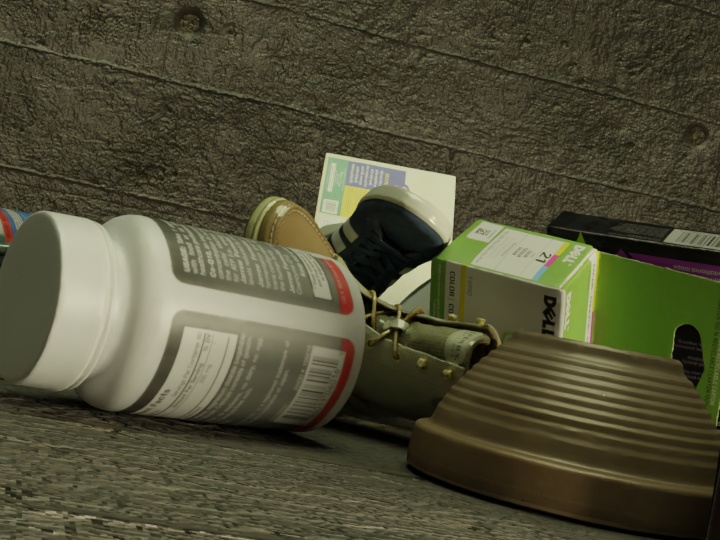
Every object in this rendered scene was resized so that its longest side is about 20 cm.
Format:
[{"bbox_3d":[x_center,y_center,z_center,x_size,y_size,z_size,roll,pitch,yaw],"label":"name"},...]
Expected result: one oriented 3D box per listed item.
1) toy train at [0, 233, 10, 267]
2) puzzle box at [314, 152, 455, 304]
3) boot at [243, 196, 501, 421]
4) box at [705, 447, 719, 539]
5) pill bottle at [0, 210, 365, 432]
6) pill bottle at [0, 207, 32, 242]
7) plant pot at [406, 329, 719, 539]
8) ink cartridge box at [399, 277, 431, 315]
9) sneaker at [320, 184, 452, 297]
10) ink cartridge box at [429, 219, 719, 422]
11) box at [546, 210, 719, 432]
[{"bbox_3d":[-0.300,0.016,0.823,0.113,0.086,0.200,-2,-4,18],"label":"toy train"},{"bbox_3d":[0.019,-0.021,1.153,0.132,0.201,0.026,10,-40,-3],"label":"puzzle box"},{"bbox_3d":[0.014,0.035,0.859,0.154,0.072,0.201,8,-44,38],"label":"boot"},{"bbox_3d":[0.301,0.081,0.624,0.199,0.167,0.164,11,0,31],"label":"box"},{"bbox_3d":[-0.106,0.030,0.736,0.199,0.115,0.114,13,-2,-36],"label":"pill bottle"},{"bbox_3d":[-0.320,0.002,1.279,0.112,0.113,0.199,10,-1,43],"label":"pill bottle"},{"bbox_3d":[0.133,0.089,0.740,0.199,0.093,0.201,12,-2,0],"label":"plant pot"},{"bbox_3d":[0.076,0.056,1.059,0.199,0.050,0.162,-5,-30,22],"label":"ink cartridge box"},{"bbox_3d":[0.000,0.000,0.948,0.075,0.085,0.200,37,-24,-10],"label":"sneaker"},{"bbox_3d":[0.153,0.062,0.892,0.199,0.149,0.076,15,31,27],"label":"ink cartridge box"},{"bbox_3d":[0.212,0.062,0.926,0.142,0.201,0.036,10,30,34],"label":"box"}]
